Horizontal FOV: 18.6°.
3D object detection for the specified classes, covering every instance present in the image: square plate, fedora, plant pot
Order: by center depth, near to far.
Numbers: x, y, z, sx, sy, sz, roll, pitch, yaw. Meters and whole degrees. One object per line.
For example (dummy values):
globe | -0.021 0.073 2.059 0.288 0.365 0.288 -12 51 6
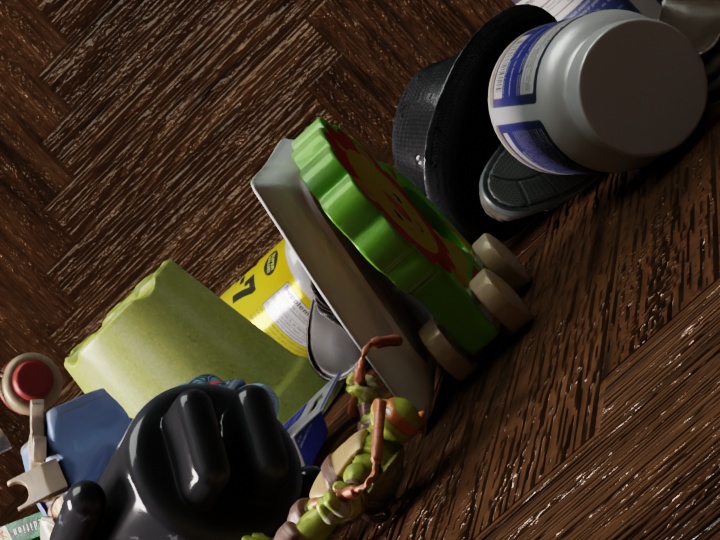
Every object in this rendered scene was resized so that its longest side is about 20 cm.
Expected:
square plate | 0.000 0.000 1.502 0.028 0.198 0.200 -34 8 10
fedora | 0.089 -0.120 1.753 0.091 0.201 0.201 14 48 38
plant pot | -0.148 0.099 1.898 0.200 0.184 0.200 -45 6 6

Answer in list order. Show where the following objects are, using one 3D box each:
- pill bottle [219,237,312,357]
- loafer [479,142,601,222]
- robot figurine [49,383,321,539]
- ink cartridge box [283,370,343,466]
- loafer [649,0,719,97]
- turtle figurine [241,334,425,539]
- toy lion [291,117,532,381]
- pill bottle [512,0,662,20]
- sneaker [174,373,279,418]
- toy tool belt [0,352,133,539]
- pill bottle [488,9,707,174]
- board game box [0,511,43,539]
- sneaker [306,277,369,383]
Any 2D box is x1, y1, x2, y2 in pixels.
pill bottle | -0.055 0.027 2.113 0.200 0.114 0.114 -41 7 29
loafer | 0.168 -0.096 1.721 0.200 0.072 0.063 -40 -14 -22
robot figurine | -0.111 0.156 1.446 0.200 0.150 0.125 -57 4 48
ink cartridge box | -0.080 0.164 1.700 0.200 0.037 0.095 -46 4 17
loafer | 0.242 -0.167 1.599 0.073 0.071 0.200 -47 6 -19
turtle figurine | -0.010 0.126 1.322 0.161 0.064 0.200 -51 12 20
toy lion | 0.029 -0.027 1.490 0.069 0.192 0.200 -42 5 11
pill bottle | 0.191 -0.247 1.887 0.111 0.200 0.111 -43 6 5
sneaker | -0.098 0.122 1.673 0.095 0.079 0.200 -34 16 9
toy tool belt | -0.203 0.143 1.623 0.125 0.200 0.123 -25 -5 -20
pill bottle | 0.170 -0.127 1.576 0.116 0.116 0.200 -45 10 -7
board game box | -0.203 0.192 1.788 0.200 0.024 0.105 -21 -13 20
sneaker | -0.018 0.025 1.786 0.106 0.075 0.200 -42 -24 -52
